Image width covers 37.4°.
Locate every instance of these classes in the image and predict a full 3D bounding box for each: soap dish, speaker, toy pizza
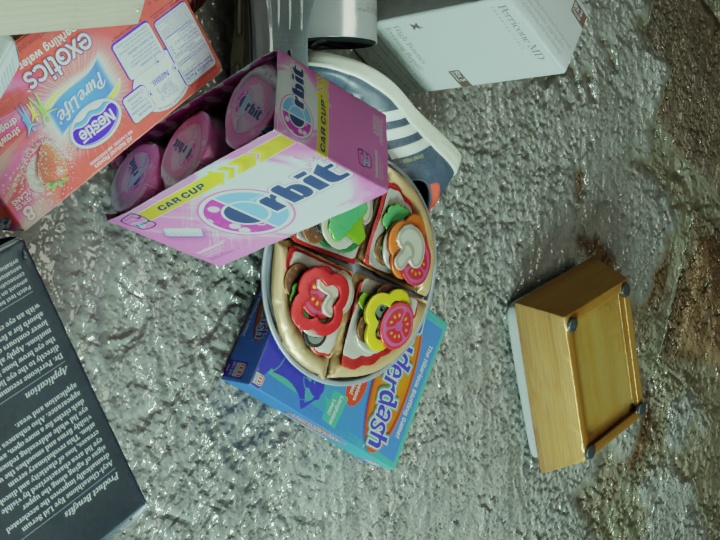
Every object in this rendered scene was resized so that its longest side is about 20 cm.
[{"bbox_3d":[0.247,0.106,1.193,0.156,0.080,0.203,-24,110,-40],"label":"soap dish"},{"bbox_3d":[-0.025,-0.293,0.913,0.080,0.080,0.204,-3,94,-43],"label":"speaker"},{"bbox_3d":[0.000,0.000,0.913,0.198,0.031,0.204,-6,99,-40],"label":"toy pizza"}]

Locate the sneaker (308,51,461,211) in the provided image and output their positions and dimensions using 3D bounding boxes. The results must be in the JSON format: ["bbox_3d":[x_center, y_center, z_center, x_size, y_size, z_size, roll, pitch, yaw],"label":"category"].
[{"bbox_3d":[0.012,-0.116,0.963,0.199,0.075,0.085,35,77,-35],"label":"sneaker"}]

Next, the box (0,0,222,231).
[{"bbox_3d":[-0.206,-0.126,0.735,0.200,0.094,0.103,-47,122,-31],"label":"box"}]

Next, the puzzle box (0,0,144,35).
[{"bbox_3d":[-0.239,-0.180,0.619,0.199,0.133,0.026,-24,146,-53],"label":"puzzle box"}]

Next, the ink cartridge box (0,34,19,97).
[{"bbox_3d":[-0.324,-0.084,0.592,0.194,0.043,0.202,26,73,-4],"label":"ink cartridge box"}]

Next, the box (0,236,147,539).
[{"bbox_3d":[-0.246,0.089,0.674,0.104,0.147,0.203,-36,117,-37],"label":"box"}]

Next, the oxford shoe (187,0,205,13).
[{"bbox_3d":[-0.126,-0.284,0.839,0.074,0.070,0.203,25,75,-13],"label":"oxford shoe"}]

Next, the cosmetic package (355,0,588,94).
[{"bbox_3d":[0.088,-0.220,0.941,0.101,0.198,0.075,40,66,-36],"label":"cosmetic package"}]

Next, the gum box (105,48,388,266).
[{"bbox_3d":[-0.089,-0.073,0.787,0.113,0.198,0.067,23,56,-42],"label":"gum box"}]

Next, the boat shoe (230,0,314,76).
[{"bbox_3d":[-0.078,-0.209,0.864,0.071,0.061,0.204,-5,102,-53],"label":"boat shoe"}]

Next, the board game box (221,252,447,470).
[{"bbox_3d":[-0.016,0.071,0.963,0.199,0.045,0.154,36,68,-39],"label":"board game box"}]
